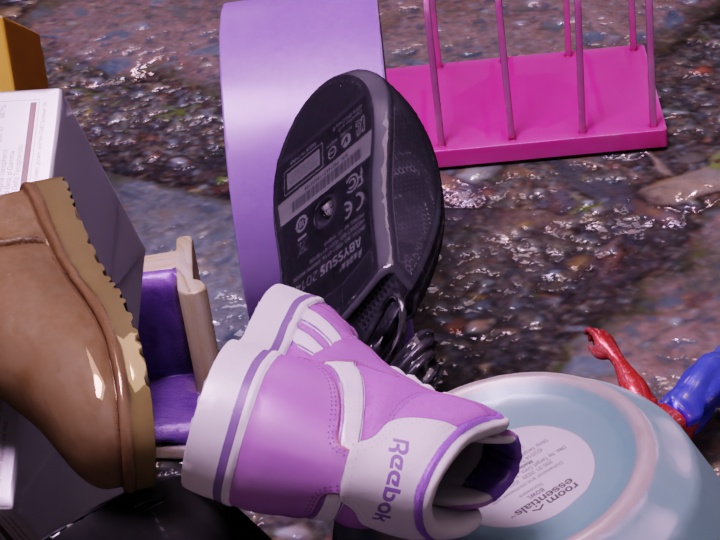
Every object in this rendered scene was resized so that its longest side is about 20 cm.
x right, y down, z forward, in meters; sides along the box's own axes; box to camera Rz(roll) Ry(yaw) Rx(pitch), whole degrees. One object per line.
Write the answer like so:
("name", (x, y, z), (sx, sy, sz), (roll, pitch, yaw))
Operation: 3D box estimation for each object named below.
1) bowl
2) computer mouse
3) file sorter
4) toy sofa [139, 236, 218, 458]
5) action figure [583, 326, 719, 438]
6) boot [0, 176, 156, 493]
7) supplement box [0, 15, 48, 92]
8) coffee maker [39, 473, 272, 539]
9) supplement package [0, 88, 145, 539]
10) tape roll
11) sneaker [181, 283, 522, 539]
("bowl", (0.067, 0.115, 0.762), (0.201, 0.105, 0.201), (-13, 33, 8))
("computer mouse", (0.000, 0.000, 0.875), (0.138, 0.053, 0.200), (-33, 45, 42))
("file sorter", (0.094, -0.158, 1.272), (0.200, 0.125, 0.139), (-5, 29, 4))
("toy sofa", (-0.174, 0.051, 1.012), (0.200, 0.083, 0.098), (-9, 29, -1))
("action figure", (0.137, 0.055, 0.939), (0.099, 0.065, 0.200), (33, 44, 17))
("boot", (-0.190, 0.042, 0.723), (0.200, 0.066, 0.175), (-13, 38, -17))
("supplement box", (-0.285, -0.063, 1.119), (0.200, 0.133, 0.197), (-9, 5, -3))
("coffee maker", (-0.037, 0.154, 0.662), (0.135, 0.192, 0.200), (-5, 24, -37))
("supplement package", (-0.177, 0.044, 0.876), (0.111, 0.156, 0.200), (-2, 62, 8))
("tape roll", (-0.021, -0.050, 1.035), (0.085, 0.200, 0.200), (-6, 30, 1))
("sneaker", (0.002, 0.061, 0.723), (0.114, 0.073, 0.200), (14, 10, 1))
